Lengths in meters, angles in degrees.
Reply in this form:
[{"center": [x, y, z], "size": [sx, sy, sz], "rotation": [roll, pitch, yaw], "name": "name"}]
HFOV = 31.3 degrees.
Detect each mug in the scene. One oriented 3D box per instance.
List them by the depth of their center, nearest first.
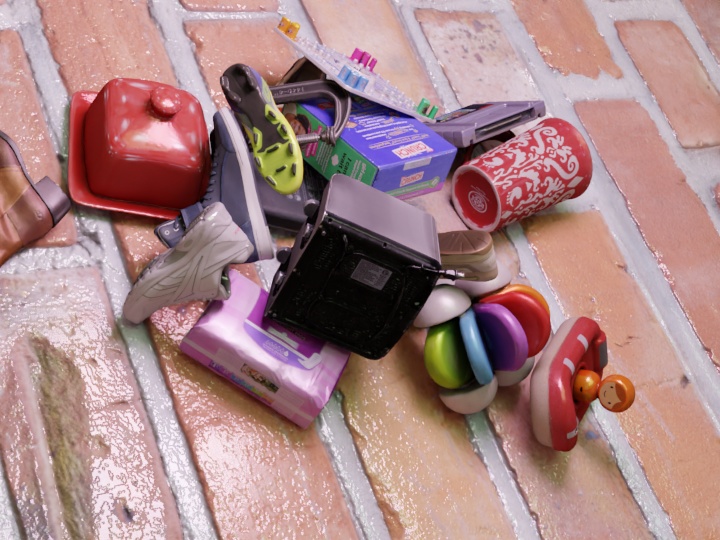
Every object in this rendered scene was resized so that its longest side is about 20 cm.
[{"center": [0.231, -0.143, 1.987], "size": [0.199, 0.176, 0.135], "rotation": [-27, 113, -35], "name": "mug"}]

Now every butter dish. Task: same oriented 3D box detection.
[{"center": [-0.276, -0.184, 1.699], "size": [0.197, 0.148, 0.202], "rotation": [9, 54, -23], "name": "butter dish"}]

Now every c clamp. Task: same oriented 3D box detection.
[{"center": [-0.105, -0.189, 1.742], "size": [0.197, 0.027, 0.172], "rotation": [-12, 51, 3], "name": "c clamp"}]

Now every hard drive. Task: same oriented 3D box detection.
[{"center": [-0.113, -0.123, 1.800], "size": [0.198, 0.033, 0.141], "rotation": [13, 52, -33], "name": "hard drive"}]

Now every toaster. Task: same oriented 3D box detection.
[{"center": [0.000, 0.000, 1.605], "size": [0.198, 0.182, 0.119], "rotation": [22, 35, -15], "name": "toaster"}]

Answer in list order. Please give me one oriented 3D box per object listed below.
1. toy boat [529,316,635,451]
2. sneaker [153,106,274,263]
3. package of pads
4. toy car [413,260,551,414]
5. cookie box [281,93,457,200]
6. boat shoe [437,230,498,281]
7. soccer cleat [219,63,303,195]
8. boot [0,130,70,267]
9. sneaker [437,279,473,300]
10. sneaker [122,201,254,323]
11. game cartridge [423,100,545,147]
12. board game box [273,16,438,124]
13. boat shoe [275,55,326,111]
[{"center": [0.313, 0.162, 1.763], "size": [0.129, 0.132, 0.200], "rotation": [10, 41, 29], "name": "toy boat"}, {"center": [-0.202, -0.098, 1.640], "size": [0.144, 0.077, 0.205], "rotation": [-13, 87, -4], "name": "sneaker"}, {"center": [-0.118, 0.097, 1.629], "size": [0.199, 0.076, 0.121], "rotation": [32, 48, -5], "name": "package of pads"}, {"center": [0.176, 0.086, 1.717], "size": [0.199, 0.149, 0.177], "rotation": [-29, 105, -37], "name": "toy car"}, {"center": [0.007, -0.181, 1.818], "size": [0.170, 0.076, 0.200], "rotation": [-16, 46, -43], "name": "cookie box"}, {"center": [0.089, -0.015, 1.707], "size": [0.198, 0.066, 0.072], "rotation": [1, 39, 30], "name": "boat shoe"}, {"center": [-0.119, -0.184, 1.682], "size": [0.202, 0.064, 0.084], "rotation": [62, 12, 20], "name": "soccer cleat"}, {"center": [-0.488, -0.074, 1.577], "size": [0.188, 0.068, 0.200], "rotation": [45, 55, -3], "name": "boot"}, {"center": [0.105, 0.035, 1.814], "size": [0.198, 0.075, 0.093], "rotation": [26, 78, -24], "name": "sneaker"}, {"center": [-0.210, 0.014, 1.571], "size": [0.099, 0.200, 0.078], "rotation": [44, 25, -12], "name": "sneaker"}, {"center": [0.180, -0.232, 2.007], "size": [0.199, 0.129, 0.039], "rotation": [-24, 114, -39], "name": "game cartridge"}, {"center": [-0.003, -0.292, 1.867], "size": [0.199, 0.026, 0.200], "rotation": [13, 23, -47], "name": "board game box"}, {"center": [-0.100, -0.252, 1.903], "size": [0.071, 0.063, 0.201], "rotation": [33, 49, -5], "name": "boat shoe"}]
